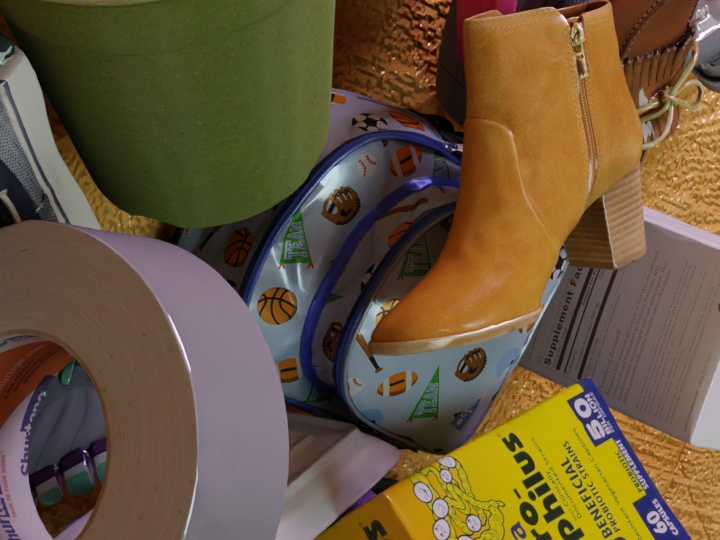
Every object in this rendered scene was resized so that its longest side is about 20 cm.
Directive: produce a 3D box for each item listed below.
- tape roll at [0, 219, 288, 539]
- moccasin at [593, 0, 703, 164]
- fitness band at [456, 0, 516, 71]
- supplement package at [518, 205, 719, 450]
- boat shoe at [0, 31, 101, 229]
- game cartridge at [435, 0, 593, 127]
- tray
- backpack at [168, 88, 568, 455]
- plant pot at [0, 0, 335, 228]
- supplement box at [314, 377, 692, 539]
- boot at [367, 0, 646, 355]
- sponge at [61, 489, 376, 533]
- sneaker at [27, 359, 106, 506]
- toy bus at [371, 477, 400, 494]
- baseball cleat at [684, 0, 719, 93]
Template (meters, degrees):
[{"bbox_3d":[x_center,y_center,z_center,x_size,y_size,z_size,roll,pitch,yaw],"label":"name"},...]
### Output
[{"bbox_3d":[-0.130,0.080,1.074,0.066,0.200,0.201,10,101,-56],"label":"tape roll"},{"bbox_3d":[0.143,-0.090,1.316,0.074,0.078,0.202,-24,151,-39],"label":"moccasin"},{"bbox_3d":[0.112,-0.162,1.279,0.144,0.037,0.200,-39,157,-17],"label":"fitness band"},{"bbox_3d":[0.163,0.022,1.434,0.114,0.200,0.110,12,99,-48],"label":"supplement package"},{"bbox_3d":[-0.183,-0.031,1.124,0.093,0.075,0.200,-42,148,-18],"label":"boat shoe"},{"bbox_3d":[0.108,-0.169,1.355,0.133,0.042,0.200,-26,151,-33],"label":"game cartridge"},{"bbox_3d":[-0.062,0.105,1.205,0.200,0.107,0.022,-34,129,-63],"label":"tray"},{"bbox_3d":[0.000,0.000,1.299,0.190,0.154,0.200,23,93,-39],"label":"backpack"},{"bbox_3d":[-0.086,-0.125,1.132,0.200,0.200,0.190,-42,147,-25],"label":"plant pot"},{"bbox_3d":[0.062,0.150,1.273,0.109,0.109,0.200,-38,171,39],"label":"supplement box"},{"bbox_3d":[0.063,-0.051,1.195,0.201,0.071,0.144,-26,108,-41],"label":"boot"},{"bbox_3d":[-0.062,0.146,1.289,0.200,0.112,0.030,-24,151,-54],"label":"sponge"},{"bbox_3d":[-0.151,0.062,1.187,0.200,0.074,0.088,-29,120,-10],"label":"sneaker"},{"bbox_3d":[0.018,0.216,1.381,0.200,0.192,0.136,-14,116,-44],"label":"toy bus"},{"bbox_3d":[0.211,-0.140,1.482,0.200,0.070,0.107,-44,138,-45],"label":"baseball cleat"}]
